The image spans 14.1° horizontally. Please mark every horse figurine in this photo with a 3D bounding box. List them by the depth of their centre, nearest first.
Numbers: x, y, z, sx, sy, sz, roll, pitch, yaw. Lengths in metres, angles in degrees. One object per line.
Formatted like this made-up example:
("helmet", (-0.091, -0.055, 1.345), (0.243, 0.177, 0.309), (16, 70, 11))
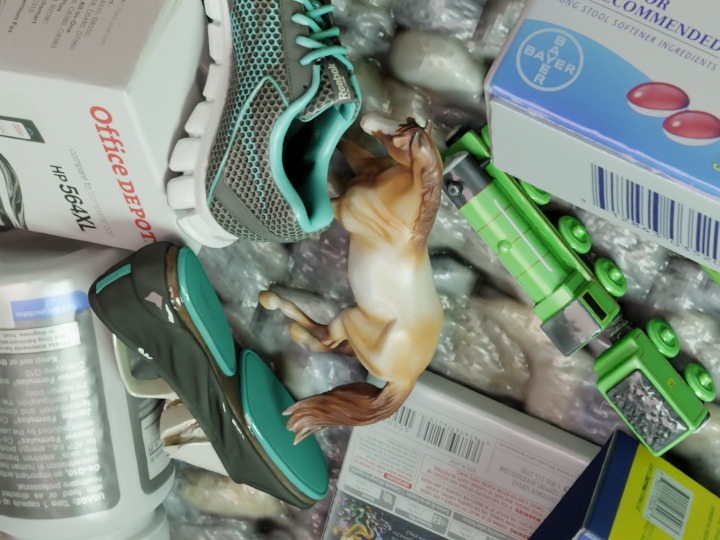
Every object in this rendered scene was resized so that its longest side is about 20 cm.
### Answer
("horse figurine", (0.000, 0.000, 1.512), (0.132, 0.050, 0.201), (18, 119, 40))

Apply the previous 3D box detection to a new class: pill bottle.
("pill bottle", (-0.162, 0.078, 1.600), (0.113, 0.114, 0.201), (3, 111, 24))

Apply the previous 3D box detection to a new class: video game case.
("video game case", (0.075, 0.161, 1.579), (0.199, 0.023, 0.183), (23, 118, 14))

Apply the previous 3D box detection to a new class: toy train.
("toy train", (0.106, 0.010, 1.481), (0.200, 0.056, 0.042), (49, 122, -1))

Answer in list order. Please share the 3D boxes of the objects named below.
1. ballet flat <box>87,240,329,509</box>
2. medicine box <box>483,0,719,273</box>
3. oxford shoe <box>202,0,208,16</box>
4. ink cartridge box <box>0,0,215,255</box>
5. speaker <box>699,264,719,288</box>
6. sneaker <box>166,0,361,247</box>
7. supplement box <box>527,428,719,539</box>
("ballet flat", (-0.084, 0.059, 1.553), (0.068, 0.068, 0.200), (-16, 130, 16))
("medicine box", (0.179, -0.109, 1.313), (0.181, 0.103, 0.201), (25, 76, 13))
("oxford shoe", (-0.140, -0.212, 1.511), (0.074, 0.071, 0.201), (-3, 118, 59))
("ink cartridge box", (-0.175, -0.092, 1.520), (0.199, 0.085, 0.146), (11, 147, 22))
("speaker", (0.191, -0.031, 1.408), (0.200, 0.088, 0.088), (49, 122, 0))
("sneaker", (-0.032, -0.105, 1.458), (0.091, 0.077, 0.201), (14, 98, 41))
("supplement box", (0.172, 0.195, 1.477), (0.199, 0.110, 0.109), (34, 119, -3))
